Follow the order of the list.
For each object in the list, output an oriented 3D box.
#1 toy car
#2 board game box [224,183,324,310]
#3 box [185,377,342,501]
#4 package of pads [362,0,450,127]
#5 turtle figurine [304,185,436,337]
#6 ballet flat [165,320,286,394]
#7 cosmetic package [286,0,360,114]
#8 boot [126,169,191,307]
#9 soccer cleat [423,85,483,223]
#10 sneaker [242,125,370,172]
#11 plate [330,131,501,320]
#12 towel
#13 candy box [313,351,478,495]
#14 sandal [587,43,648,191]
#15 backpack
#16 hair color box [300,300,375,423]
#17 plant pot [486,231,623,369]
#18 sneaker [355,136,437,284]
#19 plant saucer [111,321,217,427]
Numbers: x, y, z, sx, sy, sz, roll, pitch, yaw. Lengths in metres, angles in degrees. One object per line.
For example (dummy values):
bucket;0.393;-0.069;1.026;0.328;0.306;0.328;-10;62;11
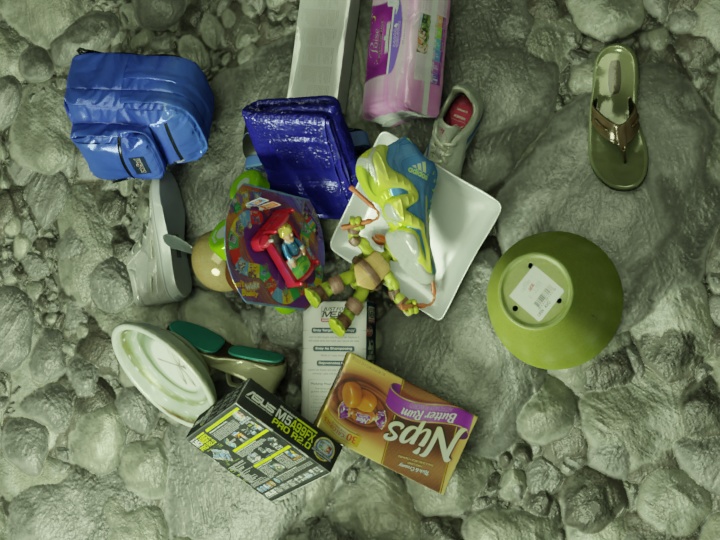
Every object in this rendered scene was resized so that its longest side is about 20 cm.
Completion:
toy car;-0.185;-0.032;1.526;0.198;0.164;0.160;-6;52;38
board game box;-0.100;-0.031;1.436;0.038;0.198;0.161;-7;79;39
box;-0.135;0.235;1.446;0.159;0.200;0.045;38;55;-10
package of pads;0.064;-0.308;1.487;0.120;0.075;0.204;0;83;56
turtle figurine;0.000;0.000;1.453;0.161;0.064;0.201;-40;104;-15
ballet flat;-0.203;0.134;1.565;0.197;0.069;0.071;18;91;17
cosmetic package;-0.051;-0.336;1.559;0.081;0.051;0.204;7;88;20
boot;-0.318;-0.046;1.608;0.094;0.073;0.204;-13;77;21
soccer cleat;0.114;-0.163;1.475;0.069;0.086;0.203;19;91;17
sneaker;-0.083;-0.197;1.548;0.196;0.070;0.079;-7;83;15
plate;0.076;-0.064;1.475;0.198;0.032;0.202;33;119;12
towel;-0.075;-0.151;1.484;0.145;0.202;0.050;-2;47;17
candy box;0.046;0.207;1.438;0.198;0.056;0.118;27;83;-3
sandal;0.340;-0.207;1.423;0.078;0.057;0.205;-6;84;17
backpack;-0.318;-0.222;1.569;0.196;0.163;0.171;-1;67;7
hair color box;-0.030;0.145;1.507;0.098;0.060;0.204;0;85;15
plant pot;0.239;0.032;1.360;0.184;0.200;0.191;-2;85;16
sneaker;0.075;-0.085;1.398;0.104;0.075;0.202;-36;117;-20
plant saucer;-0.274;0.142;1.545;0.198;0.202;0.050;31;54;17
